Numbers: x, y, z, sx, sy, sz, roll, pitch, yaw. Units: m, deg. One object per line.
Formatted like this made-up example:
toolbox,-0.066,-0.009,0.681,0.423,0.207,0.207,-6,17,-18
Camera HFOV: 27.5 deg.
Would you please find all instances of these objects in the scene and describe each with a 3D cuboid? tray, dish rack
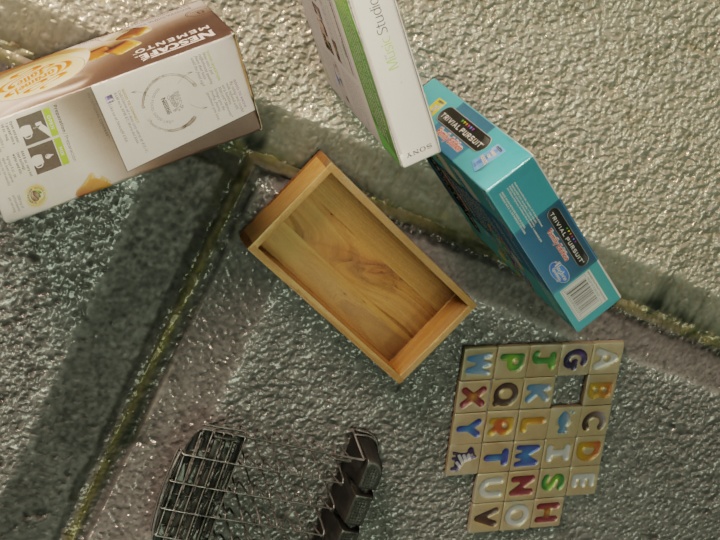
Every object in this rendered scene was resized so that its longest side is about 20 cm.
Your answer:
tray,0.000,0.000,1.256,0.099,0.037,0.200,-45,121,3
dish rack,-0.085,0.206,1.309,0.199,0.055,0.154,14,106,-23

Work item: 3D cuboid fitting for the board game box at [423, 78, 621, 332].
board game box,0.114,-0.057,1.176,0.047,0.200,0.151,-37,121,-1

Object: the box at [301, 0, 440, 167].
box,-0.005,-0.176,1.079,0.036,0.200,0.145,-22,120,-5

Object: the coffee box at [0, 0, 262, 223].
coffee box,-0.186,-0.120,1.087,0.199,0.114,0.080,-21,118,-9

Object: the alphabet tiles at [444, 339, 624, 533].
alphabet tiles,0.161,0.160,1.404,0.166,0.008,0.201,-1,113,-20
